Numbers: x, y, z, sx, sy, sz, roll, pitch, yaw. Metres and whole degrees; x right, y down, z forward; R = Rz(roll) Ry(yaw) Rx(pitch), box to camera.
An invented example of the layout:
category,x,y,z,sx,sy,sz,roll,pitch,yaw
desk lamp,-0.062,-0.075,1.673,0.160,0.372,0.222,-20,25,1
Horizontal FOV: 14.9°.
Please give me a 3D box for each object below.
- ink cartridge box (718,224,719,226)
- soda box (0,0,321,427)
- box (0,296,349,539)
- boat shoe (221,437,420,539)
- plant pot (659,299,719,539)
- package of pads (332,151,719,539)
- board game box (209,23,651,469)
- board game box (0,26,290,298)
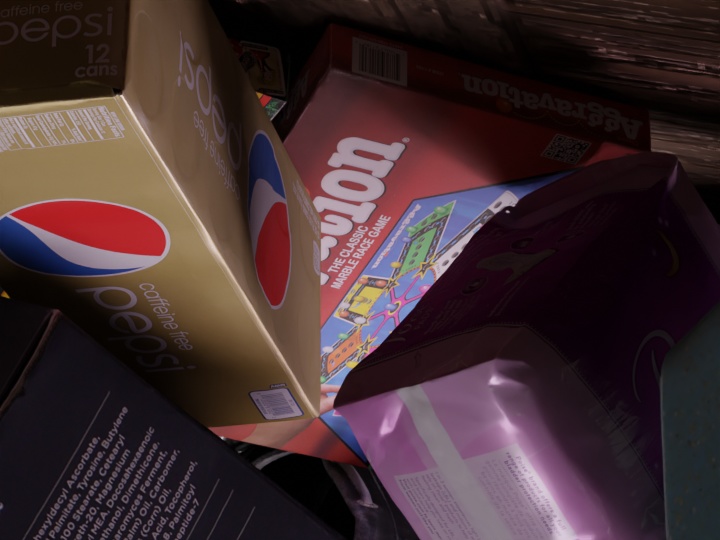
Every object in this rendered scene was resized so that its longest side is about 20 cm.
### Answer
category,x,y,z,sx,sy,sz,roll,pitch,yaw
ink cartridge box,0.106,0.047,0.977,0.147,0.083,0.200,38,163,-35
soda box,-0.062,-0.025,0.732,0.064,0.068,0.200,-5,154,11
box,-0.107,0.087,0.799,0.200,0.104,0.182,10,156,48
boat shoe,-0.028,0.081,1.007,0.068,0.074,0.199,22,-171,-30
plant pot,0.183,0.072,0.664,0.200,0.197,0.196,-9,162,29
package of pads,0.090,0.077,0.782,0.076,0.121,0.200,-20,108,42
board game box,0.000,0.000,0.867,0.103,0.019,0.200,14,143,-17
board game box,-0.114,-0.019,0.843,0.105,0.023,0.200,16,140,-25
